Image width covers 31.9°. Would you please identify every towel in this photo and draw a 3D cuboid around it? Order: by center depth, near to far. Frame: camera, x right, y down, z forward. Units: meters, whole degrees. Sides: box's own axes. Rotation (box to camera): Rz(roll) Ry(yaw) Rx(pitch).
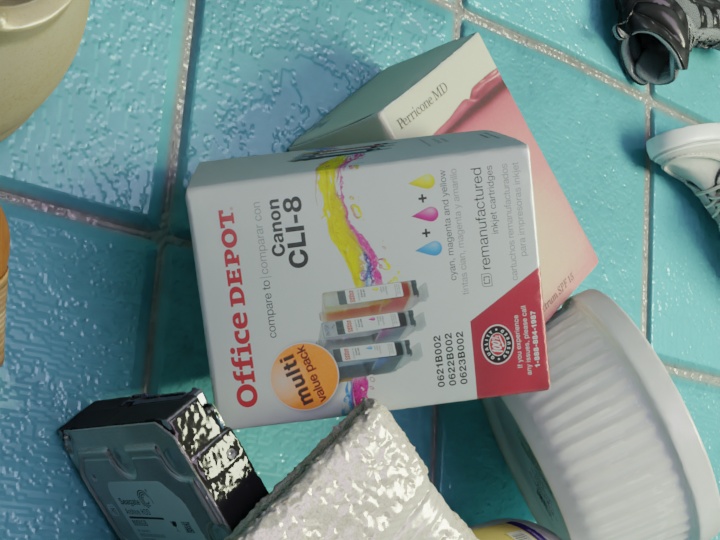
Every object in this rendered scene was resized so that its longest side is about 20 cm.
[{"bbox_3d":[-0.022,0.179,0.675,0.200,0.034,0.133,-43,109,-26],"label":"towel"}]

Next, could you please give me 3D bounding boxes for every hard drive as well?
[{"bbox_3d":[-0.088,0.165,0.737,0.038,0.139,0.202,-37,106,-37],"label":"hard drive"}]

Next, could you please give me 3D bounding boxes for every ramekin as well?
[{"bbox_3d":[0.166,0.126,0.921,0.104,0.200,0.202,-25,100,-5],"label":"ramekin"}]

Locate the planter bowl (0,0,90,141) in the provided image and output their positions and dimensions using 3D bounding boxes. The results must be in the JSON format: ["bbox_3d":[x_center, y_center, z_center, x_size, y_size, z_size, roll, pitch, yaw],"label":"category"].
[{"bbox_3d":[-0.228,-0.170,0.686,0.198,0.134,0.203,8,78,-38],"label":"planter bowl"}]

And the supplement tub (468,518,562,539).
[{"bbox_3d":[0.048,0.250,0.831,0.198,0.145,0.148,-2,83,-39],"label":"supplement tub"}]

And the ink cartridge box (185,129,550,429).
[{"bbox_3d":[0.000,0.000,0.768,0.197,0.145,0.147,-7,100,-2],"label":"ink cartridge box"}]

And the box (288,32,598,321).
[{"bbox_3d":[0.064,-0.048,0.921,0.128,0.108,0.201,-42,109,-35],"label":"box"}]

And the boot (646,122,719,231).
[{"bbox_3d":[0.346,-0.078,1.180,0.198,0.073,0.097,2,74,-40],"label":"boot"}]

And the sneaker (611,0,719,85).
[{"bbox_3d":[0.304,-0.217,1.175,0.198,0.075,0.115,23,69,-28],"label":"sneaker"}]

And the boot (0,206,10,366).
[{"bbox_3d":[-0.269,-0.008,0.618,0.198,0.076,0.157,-11,113,-29],"label":"boot"}]
